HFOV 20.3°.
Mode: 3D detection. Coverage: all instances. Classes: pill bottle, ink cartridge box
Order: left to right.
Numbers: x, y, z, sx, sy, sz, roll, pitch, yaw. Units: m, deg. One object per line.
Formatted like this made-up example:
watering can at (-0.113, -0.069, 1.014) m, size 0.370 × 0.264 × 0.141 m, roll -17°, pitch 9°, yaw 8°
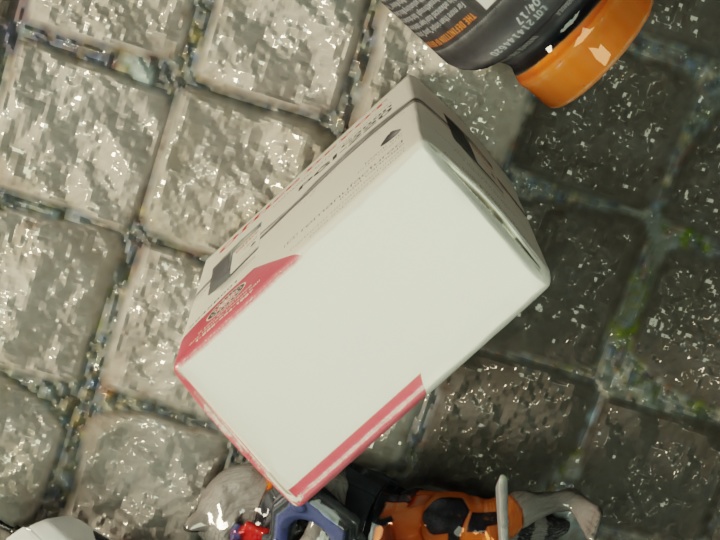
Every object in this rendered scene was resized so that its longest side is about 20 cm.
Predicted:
ink cartridge box at (0.000, 0.000, 0.898) m, size 0.145 × 0.200 × 0.085 m, roll -42°, pitch 98°, yaw 8°
pill bottle at (0.039, -0.163, 0.904) m, size 0.200 × 0.106 × 0.106 m, roll 42°, pitch 100°, yaw -13°

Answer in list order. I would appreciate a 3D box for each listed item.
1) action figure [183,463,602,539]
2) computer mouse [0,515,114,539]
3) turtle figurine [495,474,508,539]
action figure at (0.005, 0.151, 1.016) m, size 0.192 × 0.105 × 0.201 m, roll 17°, pitch 134°, yaw -1°
computer mouse at (-0.142, 0.155, 0.985) m, size 0.199 × 0.044 × 0.110 m, roll 27°, pitch 136°, yaw -2°
turtle figurine at (0.131, 0.225, 0.952) m, size 0.143 × 0.201 × 0.195 m, roll -3°, pitch 139°, yaw -24°
